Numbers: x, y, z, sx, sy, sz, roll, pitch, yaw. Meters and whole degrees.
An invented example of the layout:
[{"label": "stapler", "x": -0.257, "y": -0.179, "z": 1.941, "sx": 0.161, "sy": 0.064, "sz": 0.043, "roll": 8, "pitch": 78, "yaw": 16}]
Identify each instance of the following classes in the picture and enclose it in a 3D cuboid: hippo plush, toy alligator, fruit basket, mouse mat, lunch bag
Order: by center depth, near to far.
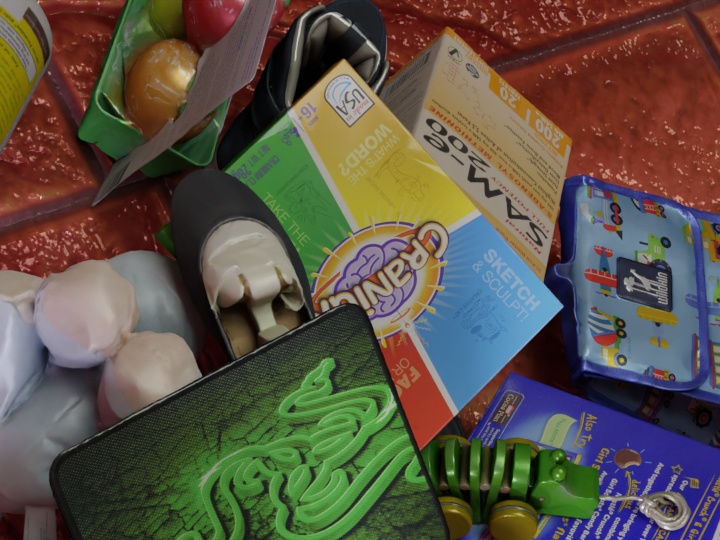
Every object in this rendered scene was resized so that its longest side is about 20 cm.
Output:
[{"label": "mouse mat", "x": -0.055, "y": 0.128, "z": 1.179, "sx": 0.199, "sy": 0.008, "sz": 0.162, "roll": -28, "pitch": 107, "yaw": -21}, {"label": "hippo plush", "x": -0.133, "y": 0.075, "z": 1.256, "sx": 0.158, "sy": 0.202, "sz": 0.161, "roll": 17, "pitch": 21, "yaw": 23}, {"label": "toy alligator", "x": 0.100, "y": 0.125, "z": 1.320, "sx": 0.198, "sy": 0.055, "sz": 0.060, "roll": 2, "pitch": 48, "yaw": 5}, {"label": "fruit basket", "x": -0.092, "y": -0.145, "z": 1.382, "sx": 0.093, "sy": 0.199, "sz": 0.186, "roll": 33, "pitch": 52, "yaw": -26}, {"label": "lunch bag", "x": 0.201, "y": 0.029, "z": 1.493, "sx": 0.199, "sy": 0.094, "sz": 0.152, "roll": 19, "pitch": 57, "yaw": -29}]

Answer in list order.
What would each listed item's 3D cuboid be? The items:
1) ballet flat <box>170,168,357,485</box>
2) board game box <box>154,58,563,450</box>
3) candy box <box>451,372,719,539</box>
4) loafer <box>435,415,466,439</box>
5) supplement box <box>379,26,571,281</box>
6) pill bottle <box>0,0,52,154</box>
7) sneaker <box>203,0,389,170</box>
[{"label": "ballet flat", "x": -0.050, "y": 0.032, "z": 1.228, "sx": 0.073, "sy": 0.073, "sz": 0.202, "roll": -17, "pitch": 84, "yaw": -33}, {"label": "board game box", "x": 0.000, "y": 0.000, "z": 1.306, "sx": 0.153, "sy": 0.040, "sz": 0.200, "roll": -44, "pitch": 97, "yaw": -10}, {"label": "candy box", "x": 0.146, "y": 0.175, "z": 1.362, "sx": 0.199, "sy": 0.077, "sz": 0.169, "roll": 20, "pitch": 51, "yaw": 21}, {"label": "loafer", "x": -0.002, "y": 0.047, "z": 1.416, "sx": 0.070, "sy": 0.068, "sz": 0.201, "roll": -34, "pitch": 87, "yaw": -4}, {"label": "supplement box", "x": 0.064, "y": -0.053, "z": 1.447, "sx": 0.126, "sy": 0.073, "sz": 0.201, "roll": 40, "pitch": 35, "yaw": -17}, {"label": "pill bottle", "x": -0.268, "y": -0.086, "z": 1.311, "sx": 0.109, "sy": 0.109, "sz": 0.201, "roll": 30, "pitch": 54, "yaw": -11}, {"label": "sneaker", "x": -0.014, "y": -0.139, "z": 1.454, "sx": 0.077, "sy": 0.146, "sz": 0.203, "roll": 36, "pitch": 52, "yaw": -4}]
